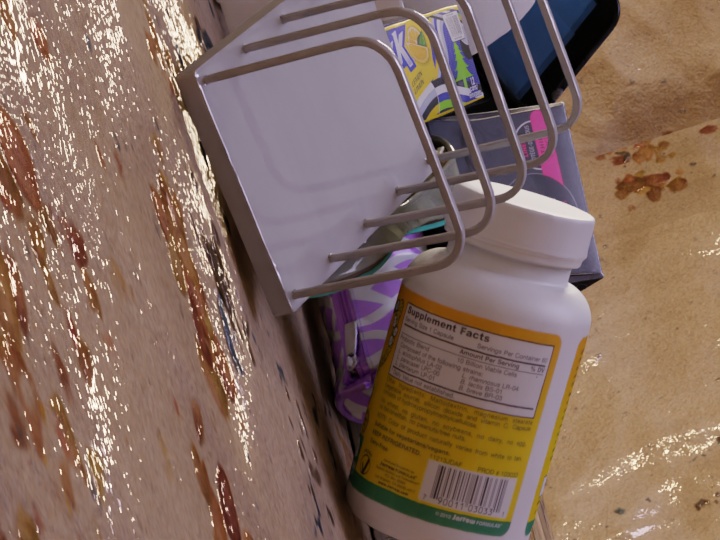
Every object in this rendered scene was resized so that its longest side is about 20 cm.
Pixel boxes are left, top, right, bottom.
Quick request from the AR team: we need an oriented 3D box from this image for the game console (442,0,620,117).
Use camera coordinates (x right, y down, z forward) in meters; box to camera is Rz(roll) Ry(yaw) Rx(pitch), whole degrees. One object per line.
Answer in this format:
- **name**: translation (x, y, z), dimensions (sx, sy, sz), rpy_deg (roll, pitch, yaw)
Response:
- **game console**: translation (0.054, -0.186, 1.861), dimensions (0.200, 0.171, 0.118), rpy_deg (52, -32, 30)

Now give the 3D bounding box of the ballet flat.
- **ballet flat**: translation (0.001, -0.038, 1.526), dimensions (0.200, 0.067, 0.064), rpy_deg (-30, 114, -59)

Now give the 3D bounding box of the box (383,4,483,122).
- **box**: translation (-0.003, -0.108, 1.562), dimensions (0.200, 0.070, 0.064), rpy_deg (-26, 101, -60)

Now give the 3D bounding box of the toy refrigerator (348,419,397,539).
- **toy refrigerator**: translation (0.047, 0.155, 1.615), dimensions (0.070, 0.076, 0.200), rpy_deg (67, 8, -52)

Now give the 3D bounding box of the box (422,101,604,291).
- **box**: translation (0.064, -0.021, 1.728), dimensions (0.200, 0.106, 0.122), rpy_deg (144, -64, -65)

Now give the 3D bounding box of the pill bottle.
- **pill bottle**: translation (0.068, 0.054, 1.497), dimensions (0.113, 0.113, 0.200), rpy_deg (-75, 180, -81)

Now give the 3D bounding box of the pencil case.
- **pencil case**: translation (0.000, 0.000, 1.629), dimensions (0.085, 0.084, 0.200), rpy_deg (11, 52, -41)

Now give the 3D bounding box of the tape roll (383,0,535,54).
- **tape roll**: translation (0.017, -0.199, 1.762), dimensions (0.202, 0.202, 0.071), rpy_deg (-98, 169, -61)

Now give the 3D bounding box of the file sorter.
- **file sorter**: translation (0.020, -0.089, 1.398), dimensions (0.200, 0.124, 0.139), rpy_deg (-46, 120, -55)

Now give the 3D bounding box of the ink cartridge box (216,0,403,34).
- **ink cartridge box**: translation (-0.048, -0.235, 1.651), dimensions (0.068, 0.115, 0.200), rpy_deg (25, 49, -82)
